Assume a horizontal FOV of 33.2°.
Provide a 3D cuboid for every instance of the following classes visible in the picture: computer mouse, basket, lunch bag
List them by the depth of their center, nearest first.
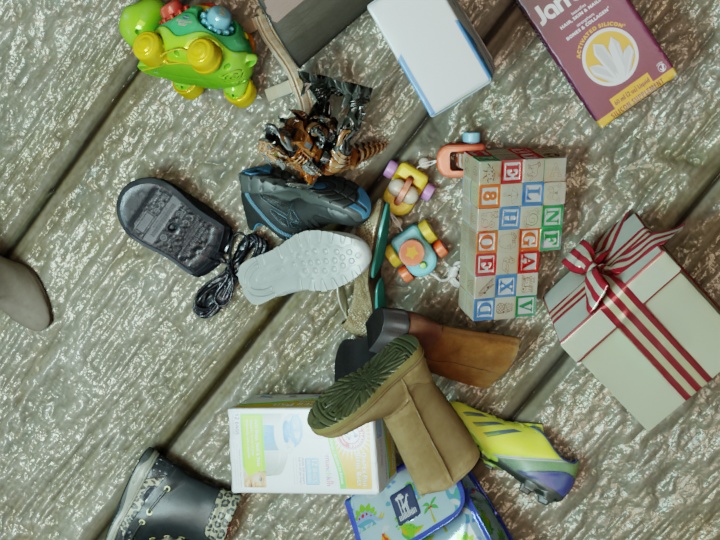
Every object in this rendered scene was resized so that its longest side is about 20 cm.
[{"bbox_3d":[-0.031,-0.368,1.437,0.198,0.136,0.182,-29,77,7],"label":"basket"},{"bbox_3d":[-0.230,-0.046,1.567,0.199,0.053,0.139,40,101,-15],"label":"computer mouse"},{"bbox_3d":[0.093,0.347,1.577,0.169,0.127,0.202,-32,78,12],"label":"lunch bag"}]

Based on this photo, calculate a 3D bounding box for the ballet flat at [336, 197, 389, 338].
[{"bbox_3d":[0.000,0.000,1.522,0.064,0.071,0.203,10,118,14],"label":"ballet flat"}]

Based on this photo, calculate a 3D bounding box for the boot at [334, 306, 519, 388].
[{"bbox_3d":[0.078,0.117,1.545,0.197,0.069,0.189,13,136,-23],"label":"boot"}]

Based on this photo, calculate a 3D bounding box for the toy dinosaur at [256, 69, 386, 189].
[{"bbox_3d":[-0.045,-0.165,1.459,0.101,0.200,0.138,16,100,20],"label":"toy dinosaur"}]

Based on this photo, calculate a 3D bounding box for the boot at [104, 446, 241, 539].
[{"bbox_3d":[-0.262,0.358,1.638,0.152,0.074,0.206,23,104,-2],"label":"boot"}]

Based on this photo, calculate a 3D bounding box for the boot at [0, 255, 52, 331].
[{"bbox_3d":[-0.491,0.012,1.554,0.070,0.146,0.200,-40,95,10],"label":"boot"}]

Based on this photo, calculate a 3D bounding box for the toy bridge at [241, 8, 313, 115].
[{"bbox_3d":[-0.092,-0.229,1.504,0.027,0.067,0.203,-25,101,-31],"label":"toy bridge"}]

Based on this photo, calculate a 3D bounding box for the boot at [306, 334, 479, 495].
[{"bbox_3d":[0.046,0.202,1.457,0.174,0.066,0.202,-35,122,-12],"label":"boot"}]

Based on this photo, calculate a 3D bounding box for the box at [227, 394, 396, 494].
[{"bbox_3d":[-0.060,0.221,1.552,0.197,0.101,0.114,-2,94,16],"label":"box"}]

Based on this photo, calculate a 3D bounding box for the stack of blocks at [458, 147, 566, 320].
[{"bbox_3d":[0.186,-0.046,1.495,0.113,0.059,0.203,-4,108,-15],"label":"stack of blocks"}]

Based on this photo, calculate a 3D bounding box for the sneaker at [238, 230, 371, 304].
[{"bbox_3d":[-0.060,-0.012,1.499,0.198,0.080,0.078,-11,93,37],"label":"sneaker"}]

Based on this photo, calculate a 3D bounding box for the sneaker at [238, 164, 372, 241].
[{"bbox_3d":[-0.067,-0.077,1.510,0.198,0.073,0.083,15,115,36],"label":"sneaker"}]

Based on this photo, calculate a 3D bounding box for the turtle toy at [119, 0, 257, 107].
[{"bbox_3d":[-0.212,-0.279,1.480,0.197,0.146,0.103,12,80,20],"label":"turtle toy"}]

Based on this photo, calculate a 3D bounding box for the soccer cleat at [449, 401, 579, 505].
[{"bbox_3d":[0.195,0.224,1.576,0.199,0.065,0.084,35,73,3],"label":"soccer cleat"}]

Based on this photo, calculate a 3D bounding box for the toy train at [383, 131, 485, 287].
[{"bbox_3d":[0.098,-0.075,1.520,0.148,0.056,0.203,4,101,6],"label":"toy train"}]

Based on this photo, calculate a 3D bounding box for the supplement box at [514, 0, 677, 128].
[{"bbox_3d":[0.275,-0.286,1.442,0.110,0.086,0.201,-34,96,12],"label":"supplement box"}]

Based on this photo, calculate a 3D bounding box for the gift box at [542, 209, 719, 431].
[{"bbox_3d":[0.341,0.040,1.459,0.187,0.185,0.200,43,99,-12],"label":"gift box"}]

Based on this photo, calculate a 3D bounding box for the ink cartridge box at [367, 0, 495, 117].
[{"bbox_3d":[0.087,-0.270,1.408,0.083,0.200,0.146,-31,97,13],"label":"ink cartridge box"}]
